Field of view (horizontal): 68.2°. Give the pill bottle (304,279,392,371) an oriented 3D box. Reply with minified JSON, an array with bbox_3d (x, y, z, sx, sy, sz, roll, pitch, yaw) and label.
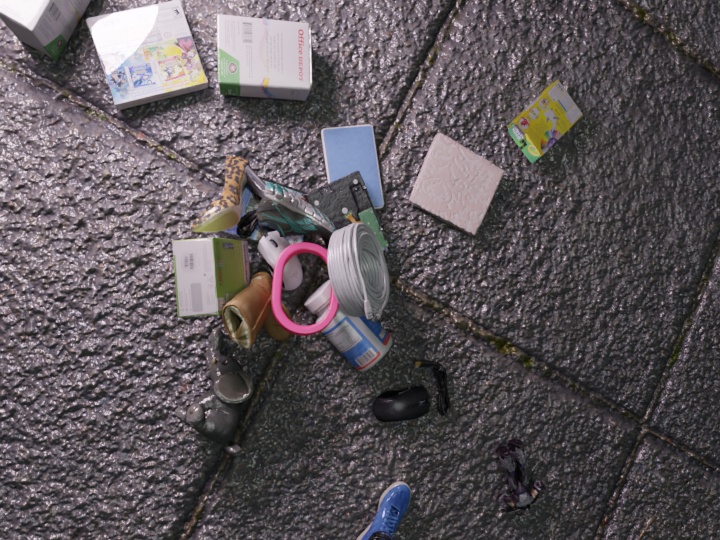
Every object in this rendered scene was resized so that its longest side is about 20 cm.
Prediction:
[{"bbox_3d":[-0.030,0.121,1.201,0.112,0.112,0.200,-43,99,-11],"label":"pill bottle"}]

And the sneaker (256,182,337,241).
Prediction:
[{"bbox_3d":[-0.137,-0.105,1.144,0.199,0.078,0.092,30,104,-26],"label":"sneaker"}]

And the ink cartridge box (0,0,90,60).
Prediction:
[{"bbox_3d":[-0.608,-0.544,1.042,0.087,0.145,0.202,28,84,-11],"label":"ink cartridge box"}]

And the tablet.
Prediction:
[{"bbox_3d":[-0.018,-0.240,1.258,0.129,0.014,0.203,-9,91,-14],"label":"tablet"}]

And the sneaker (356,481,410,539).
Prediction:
[{"bbox_3d":[0.064,0.592,1.220,0.077,0.111,0.201,40,80,-10],"label":"sneaker"}]

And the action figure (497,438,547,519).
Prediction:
[{"bbox_3d":[0.396,0.533,1.330,0.129,0.069,0.202,-18,97,-19],"label":"action figure"}]

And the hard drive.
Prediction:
[{"bbox_3d":[-0.029,-0.110,1.230,0.139,0.038,0.202,-27,102,-12],"label":"hard drive"}]

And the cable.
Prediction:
[{"bbox_3d":[0.000,0.000,1.139,0.069,0.200,0.202,-15,100,23],"label":"cable"}]

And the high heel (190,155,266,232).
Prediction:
[{"bbox_3d":[-0.298,-0.162,1.115,0.199,0.072,0.143,-35,71,-31],"label":"high heel"}]

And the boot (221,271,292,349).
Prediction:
[{"bbox_3d":[-0.211,0.109,1.101,0.066,0.200,0.177,-21,107,12],"label":"boot"}]

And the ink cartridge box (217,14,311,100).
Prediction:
[{"bbox_3d":[-0.210,-0.462,1.166,0.198,0.087,0.147,-1,90,-13],"label":"ink cartridge box"}]

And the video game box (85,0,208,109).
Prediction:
[{"bbox_3d":[-0.449,-0.459,1.133,0.198,0.047,0.184,-19,92,-14],"label":"video game box"}]

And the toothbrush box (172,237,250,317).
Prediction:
[{"bbox_3d":[-0.295,0.012,1.082,0.085,0.200,0.148,-4,91,8],"label":"toothbrush box"}]

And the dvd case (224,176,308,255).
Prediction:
[{"bbox_3d":[-0.210,-0.132,1.205,0.198,0.018,0.144,17,85,-13],"label":"dvd case"}]

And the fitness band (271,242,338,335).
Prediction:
[{"bbox_3d":[-0.115,0.037,1.123,0.142,0.037,0.202,5,72,-10],"label":"fitness band"}]

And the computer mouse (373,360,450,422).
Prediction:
[{"bbox_3d":[0.128,0.290,1.273,0.198,0.046,0.142,-2,91,-14],"label":"computer mouse"}]

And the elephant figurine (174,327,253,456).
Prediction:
[{"bbox_3d":[-0.288,0.253,1.133,0.201,0.141,0.156,-57,131,-24],"label":"elephant figurine"}]

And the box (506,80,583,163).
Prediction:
[{"bbox_3d":[0.467,-0.377,1.368,0.200,0.048,0.118,-43,100,-13],"label":"box"}]

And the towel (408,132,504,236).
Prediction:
[{"bbox_3d":[0.237,-0.210,1.314,0.199,0.032,0.193,27,84,-12],"label":"towel"}]

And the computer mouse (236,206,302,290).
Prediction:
[{"bbox_3d":[-0.183,-0.048,1.167,0.110,0.044,0.201,-41,108,-31],"label":"computer mouse"}]
